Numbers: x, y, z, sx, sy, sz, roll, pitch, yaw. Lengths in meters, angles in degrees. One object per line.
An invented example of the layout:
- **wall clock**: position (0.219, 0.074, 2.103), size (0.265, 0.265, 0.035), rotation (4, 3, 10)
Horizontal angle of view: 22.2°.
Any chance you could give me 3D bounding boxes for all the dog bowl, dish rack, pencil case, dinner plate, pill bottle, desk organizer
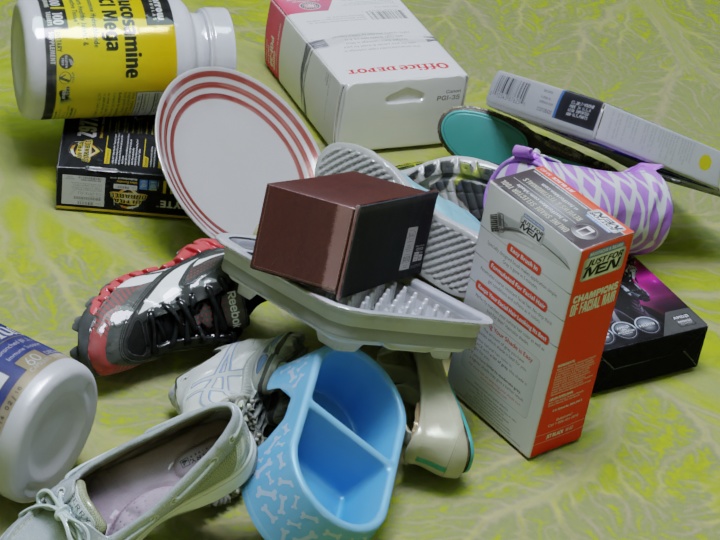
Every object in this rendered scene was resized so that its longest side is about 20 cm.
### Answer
- **dog bowl**: position (-0.021, 0.132, 1.362), size (0.111, 0.050, 0.201), rotation (39, 34, -17)
- **dish rack**: position (-0.010, 0.023, 1.458), size (0.170, 0.044, 0.199), rotation (8, 12, -38)
- **pencil case**: position (0.189, -0.058, 1.587), size (0.083, 0.087, 0.199), rotation (3, -1, 41)
- **dinner plate**: position (-0.109, -0.093, 1.673), size (0.199, 0.024, 0.202), rotation (25, 50, -33)
- **pill bottle**: position (-0.304, 0.083, 1.360), size (0.199, 0.112, 0.111), rotation (23, 35, 20)
- **pill bottle**: position (-0.221, -0.201, 1.719), size (0.198, 0.113, 0.113), rotation (-4, 36, -19)
- **desk organizer**: position (-0.009, -0.033, 1.443), size (0.076, 0.072, 0.200), rotation (16, 11, 17)

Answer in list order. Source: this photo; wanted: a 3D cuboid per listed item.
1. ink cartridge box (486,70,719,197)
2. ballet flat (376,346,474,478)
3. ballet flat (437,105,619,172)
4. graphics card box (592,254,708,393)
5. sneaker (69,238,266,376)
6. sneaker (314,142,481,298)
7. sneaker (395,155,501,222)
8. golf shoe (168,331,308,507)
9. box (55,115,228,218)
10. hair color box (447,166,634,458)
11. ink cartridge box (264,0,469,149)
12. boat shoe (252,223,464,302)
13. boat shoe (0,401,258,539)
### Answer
- **ink cartridge box**: position (0.250, -0.128, 1.756), size (0.199, 0.047, 0.197), rotation (17, 5, -30)
- **ballet flat**: position (0.043, 0.089, 1.482), size (0.069, 0.070, 0.201), rotation (2, 34, -11)
- **ballet flat**: position (0.172, -0.108, 1.825), size (0.198, 0.068, 0.075), rotation (23, 13, 10)
- **graphics card box**: position (0.199, 0.024, 1.635), size (0.124, 0.051, 0.200), rotation (-10, 39, -28)
- **sneaker**: position (-0.147, 0.032, 1.500), size (0.097, 0.072, 0.200), rotation (10, 28, 37)
- **sneaker**: position (0.047, -0.038, 1.578), size (0.200, 0.074, 0.082), rotation (40, 14, 20)
- **sneaker**: position (0.071, -0.075, 1.684), size (0.198, 0.075, 0.084), rotation (0, 18, 31)
- **golf shoe**: position (-0.114, 0.116, 1.418), size (0.096, 0.079, 0.200), rotation (2, 25, 26)
- **box**: position (-0.204, -0.125, 1.755), size (0.158, 0.050, 0.201), rotation (3, 34, -6)
- **hair color box**: position (0.140, 0.033, 1.467), size (0.064, 0.202, 0.111), rotation (-17, 42, -34)
- **ink cartridge box**: position (0.003, -0.208, 1.900), size (0.145, 0.083, 0.200), rotation (-6, 36, -23)
- **boat shoe**: position (0.000, 0.000, 1.598), size (0.198, 0.074, 0.063), rotation (11, 34, -1)
- **boat shoe**: position (-0.166, 0.155, 1.277), size (0.201, 0.065, 0.075), rotation (-26, 60, -7)
